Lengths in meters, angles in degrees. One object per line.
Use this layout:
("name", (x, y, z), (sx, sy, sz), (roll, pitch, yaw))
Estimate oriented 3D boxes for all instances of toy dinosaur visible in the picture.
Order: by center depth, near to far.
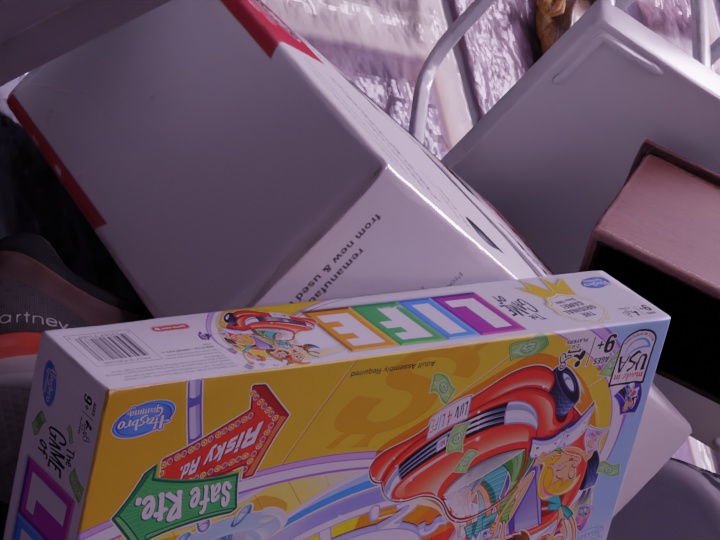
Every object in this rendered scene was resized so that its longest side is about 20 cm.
("toy dinosaur", (0.110, -0.136, 1.194), (0.200, 0.060, 0.106), (-58, 148, -49))

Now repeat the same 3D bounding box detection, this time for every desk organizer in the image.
("desk organizer", (0.167, 0.039, 0.863), (0.200, 0.072, 0.077), (27, 31, 9))

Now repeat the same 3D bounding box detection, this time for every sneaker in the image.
("sneaker", (-0.048, 0.051, 0.762), (0.200, 0.077, 0.082), (44, 32, -43))

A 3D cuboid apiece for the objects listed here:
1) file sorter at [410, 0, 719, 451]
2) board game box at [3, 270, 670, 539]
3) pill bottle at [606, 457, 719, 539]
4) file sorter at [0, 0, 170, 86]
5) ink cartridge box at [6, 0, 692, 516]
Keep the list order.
("file sorter", (0.130, -0.041, 0.989), (0.200, 0.139, 0.125), (30, 38, -20))
("board game box", (-0.009, 0.074, 0.702), (0.200, 0.034, 0.135), (-6, 120, -38))
("pill bottle", (0.154, 0.143, 1.032), (0.200, 0.106, 0.107), (24, 54, -55))
("file sorter", (-0.084, -0.170, 0.760), (0.125, 0.139, 0.200), (54, 32, -24))
("ink cartridge box", (0.000, 0.000, 0.800), (0.200, 0.083, 0.147), (38, 9, -48))
